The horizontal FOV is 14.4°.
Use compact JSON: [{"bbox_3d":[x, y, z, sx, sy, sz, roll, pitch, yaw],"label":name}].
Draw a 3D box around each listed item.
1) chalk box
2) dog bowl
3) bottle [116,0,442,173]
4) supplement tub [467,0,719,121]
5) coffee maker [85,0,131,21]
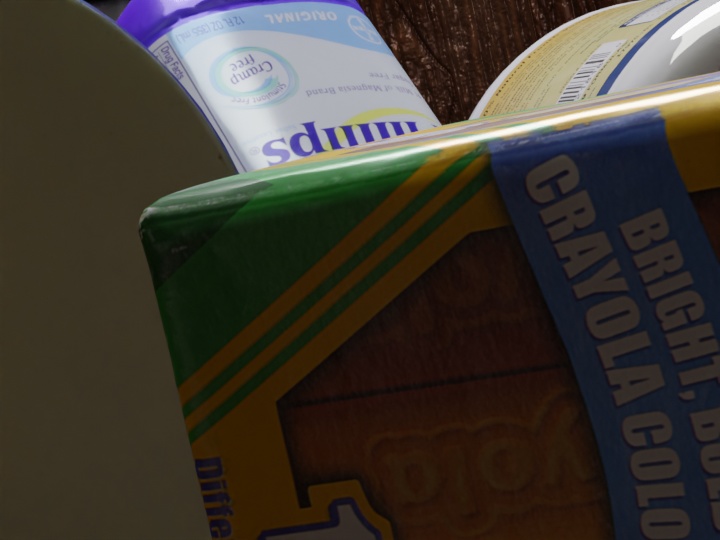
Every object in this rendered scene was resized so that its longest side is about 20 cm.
[{"bbox_3d":[0.090,0.025,0.435,0.199,0.125,0.124,-11,4,30],"label":"chalk box"},{"bbox_3d":[-0.123,0.020,0.698,0.199,0.201,0.079,-14,6,-21],"label":"dog bowl"},{"bbox_3d":[0.000,0.000,0.770,0.083,0.200,0.065,-8,-41,-30],"label":"bottle"},{"bbox_3d":[0.105,-0.010,0.828,0.144,0.145,0.200,-13,5,-12],"label":"supplement tub"},{"bbox_3d":[-0.083,-0.016,1.066,0.134,0.201,0.192,-8,8,27],"label":"coffee maker"}]
